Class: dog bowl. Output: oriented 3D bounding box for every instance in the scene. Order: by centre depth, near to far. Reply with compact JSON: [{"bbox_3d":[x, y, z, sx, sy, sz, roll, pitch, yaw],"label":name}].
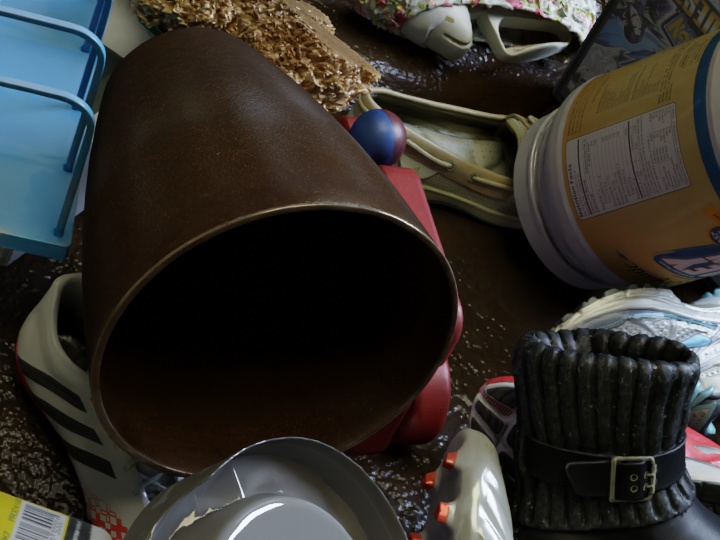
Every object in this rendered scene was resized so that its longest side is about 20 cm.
[{"bbox_3d":[-0.047,0.184,0.954,0.199,0.058,0.202,19,66,-48],"label":"dog bowl"}]

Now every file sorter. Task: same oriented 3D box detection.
[{"bbox_3d":[-0.203,-0.133,1.056,0.137,0.123,0.201,13,49,-14],"label":"file sorter"}]

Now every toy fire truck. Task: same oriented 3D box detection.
[{"bbox_3d":[0.000,0.000,1.124,0.111,0.168,0.201,4,50,-24],"label":"toy fire truck"}]

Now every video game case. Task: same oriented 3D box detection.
[{"bbox_3d":[0.232,-0.114,1.331,0.025,0.181,0.201,-17,61,-38],"label":"video game case"}]

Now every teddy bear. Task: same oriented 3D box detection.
[{"bbox_3d":[-0.078,-0.152,1.170,0.200,0.067,0.145,41,15,12],"label":"teddy bear"}]

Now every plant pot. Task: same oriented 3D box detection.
[{"bbox_3d":[-0.069,-0.029,1.010,0.185,0.188,0.201,1,43,-26],"label":"plant pot"}]

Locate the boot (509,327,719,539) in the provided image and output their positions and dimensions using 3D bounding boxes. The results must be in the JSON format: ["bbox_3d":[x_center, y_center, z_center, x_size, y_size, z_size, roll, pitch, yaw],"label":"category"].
[{"bbox_3d":[0.180,0.118,1.098,0.209,0.160,0.079,6,7,-10],"label":"boot"}]

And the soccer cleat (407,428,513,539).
[{"bbox_3d":[0.068,0.185,1.057,0.077,0.069,0.202,10,63,-14],"label":"soccer cleat"}]

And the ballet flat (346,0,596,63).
[{"bbox_3d":[0.086,-0.181,1.399,0.198,0.076,0.065,-1,68,-23],"label":"ballet flat"}]

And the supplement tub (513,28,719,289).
[{"bbox_3d":[0.208,-0.068,1.237,0.144,0.199,0.146,12,71,-37],"label":"supplement tub"}]

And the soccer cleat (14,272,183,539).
[{"bbox_3d":[-0.121,0.090,1.043,0.068,0.085,0.201,-17,60,-36],"label":"soccer cleat"}]

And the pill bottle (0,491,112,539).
[{"bbox_3d":[-0.227,0.144,0.922,0.198,0.115,0.115,21,45,-8],"label":"pill bottle"}]

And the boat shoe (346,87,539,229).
[{"bbox_3d":[0.082,-0.080,1.309,0.199,0.063,0.074,11,48,-18],"label":"boat shoe"}]

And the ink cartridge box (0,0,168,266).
[{"bbox_3d":[-0.195,-0.115,1.187,0.146,0.083,0.200,39,46,9],"label":"ink cartridge box"}]

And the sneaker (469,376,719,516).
[{"bbox_3d":[0.153,0.113,1.186,0.199,0.077,0.085,24,25,-12],"label":"sneaker"}]

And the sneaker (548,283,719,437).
[{"bbox_3d":[0.197,0.061,1.238,0.198,0.078,0.087,-5,60,-28],"label":"sneaker"}]
